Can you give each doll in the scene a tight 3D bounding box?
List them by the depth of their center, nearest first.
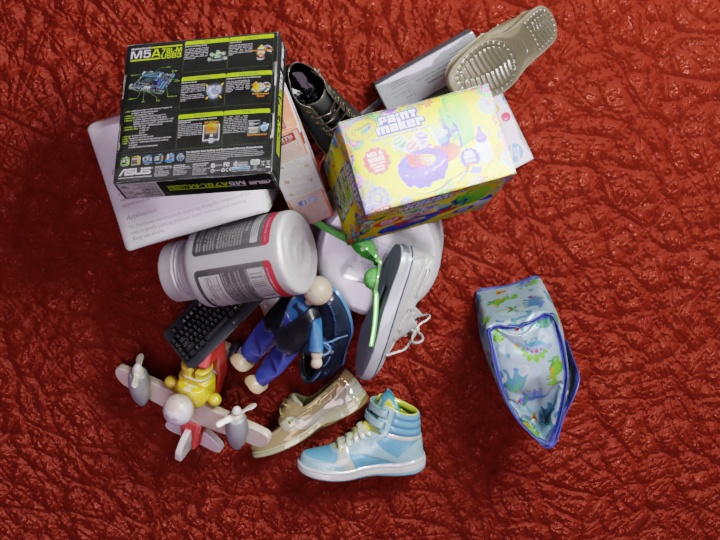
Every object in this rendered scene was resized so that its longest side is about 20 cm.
[{"bbox_3d":[-0.098,0.083,1.573,0.137,0.048,0.200,52,121,22],"label":"doll"}]

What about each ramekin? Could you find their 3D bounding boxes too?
[{"bbox_3d":[0.024,-0.033,1.630,0.198,0.098,0.203,-1,107,-2],"label":"ramekin"}]

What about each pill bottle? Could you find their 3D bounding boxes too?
[{"bbox_3d":[-0.166,-0.011,1.520,0.198,0.111,0.112,-8,109,24],"label":"pill bottle"}]

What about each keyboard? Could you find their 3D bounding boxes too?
[{"bbox_3d":[-0.205,0.028,1.604,0.200,0.021,0.127,-45,67,11],"label":"keyboard"}]

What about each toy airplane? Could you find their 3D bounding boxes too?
[{"bbox_3d":[-0.248,0.195,1.669,0.199,0.141,0.201,-24,96,24],"label":"toy airplane"}]

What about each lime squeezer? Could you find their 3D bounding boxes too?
[{"bbox_3d":[0.000,0.000,1.548,0.070,0.038,0.202,-21,81,-31],"label":"lime squeezer"}]

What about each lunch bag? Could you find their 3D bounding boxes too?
[{"bbox_3d":[0.244,0.132,1.649,0.126,0.170,0.202,-12,107,6],"label":"lunch bag"}]

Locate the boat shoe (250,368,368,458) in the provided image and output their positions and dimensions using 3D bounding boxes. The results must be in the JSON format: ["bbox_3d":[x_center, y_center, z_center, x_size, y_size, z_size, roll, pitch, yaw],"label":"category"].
[{"bbox_3d":[-0.086,0.214,1.723,0.199,0.074,0.067,-30,95,4],"label":"boat shoe"}]

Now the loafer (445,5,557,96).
[{"bbox_3d":[0.182,-0.284,1.532,0.199,0.068,0.076,-36,106,-27],"label":"loafer"}]

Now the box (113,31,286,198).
[{"bbox_3d":[-0.192,-0.188,1.379,0.197,0.048,0.195,-4,65,9],"label":"box"}]

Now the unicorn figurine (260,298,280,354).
[{"bbox_3d":[-0.126,0.034,1.651,0.137,0.073,0.201,-37,77,43],"label":"unicorn figurine"}]

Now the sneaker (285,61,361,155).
[{"bbox_3d":[-0.036,-0.201,1.559,0.200,0.106,0.075,43,90,-8],"label":"sneaker"}]

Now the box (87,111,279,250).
[{"bbox_3d":[-0.228,-0.149,1.528,0.197,0.200,0.173,-15,103,4],"label":"box"}]

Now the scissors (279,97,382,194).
[{"bbox_3d":[-0.040,-0.175,1.629,0.198,0.014,0.074,-26,99,4],"label":"scissors"}]

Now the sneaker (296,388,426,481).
[{"bbox_3d":[0.001,0.243,1.726,0.197,0.080,0.132,-4,110,-10],"label":"sneaker"}]

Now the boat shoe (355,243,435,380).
[{"bbox_3d":[0.058,0.064,1.579,0.085,0.075,0.204,13,106,-19],"label":"boat shoe"}]

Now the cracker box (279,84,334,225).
[{"bbox_3d":[-0.097,-0.167,1.493,0.057,0.135,0.201,-21,148,1],"label":"cracker box"}]

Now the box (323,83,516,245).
[{"bbox_3d":[0.069,-0.132,1.472,0.198,0.193,0.123,-16,82,-9],"label":"box"}]

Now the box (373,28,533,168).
[{"bbox_3d":[0.130,-0.210,1.606,0.155,0.041,0.201,-27,107,5],"label":"box"}]

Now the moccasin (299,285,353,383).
[{"bbox_3d":[-0.054,0.101,1.632,0.068,0.080,0.201,-35,147,-27],"label":"moccasin"}]
